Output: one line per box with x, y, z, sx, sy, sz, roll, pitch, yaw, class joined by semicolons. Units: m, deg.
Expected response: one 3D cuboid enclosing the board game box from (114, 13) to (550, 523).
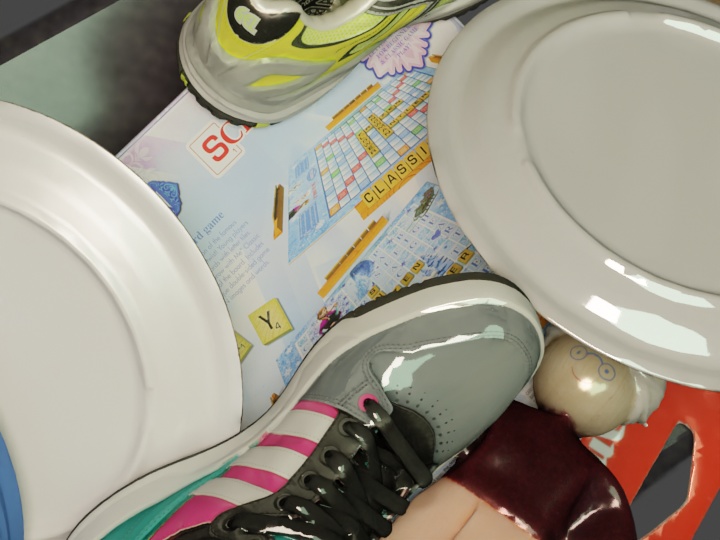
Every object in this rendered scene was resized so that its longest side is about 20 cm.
0.000;0.000;1.004;0.200;0.041;0.200;46;69;-2;board game box

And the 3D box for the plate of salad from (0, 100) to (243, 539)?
-0.134;0.026;0.936;0.199;0.048;0.201;8;116;16;plate of salad

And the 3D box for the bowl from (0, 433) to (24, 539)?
-0.213;0.079;0.939;0.201;0.200;0.039;60;33;-10;bowl

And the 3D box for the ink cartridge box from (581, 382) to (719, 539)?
0.086;0.064;1.089;0.173;0.044;0.201;32;83;-14;ink cartridge box

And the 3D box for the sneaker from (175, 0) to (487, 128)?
0.019;-0.129;0.979;0.075;0.076;0.200;46;67;1;sneaker

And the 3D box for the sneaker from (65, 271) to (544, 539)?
-0.012;0.092;0.865;0.200;0.121;0.084;-37;125;9;sneaker

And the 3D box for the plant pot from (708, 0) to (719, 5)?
0.210;-0.050;1.080;0.199;0.093;0.202;3;71;-7;plant pot

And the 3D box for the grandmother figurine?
0.052;0.092;0.944;0.121;0.061;0.200;36;70;-2;grandmother figurine

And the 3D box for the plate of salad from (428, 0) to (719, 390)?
0.118;-0.030;0.969;0.199;0.048;0.201;10;49;-12;plate of salad
